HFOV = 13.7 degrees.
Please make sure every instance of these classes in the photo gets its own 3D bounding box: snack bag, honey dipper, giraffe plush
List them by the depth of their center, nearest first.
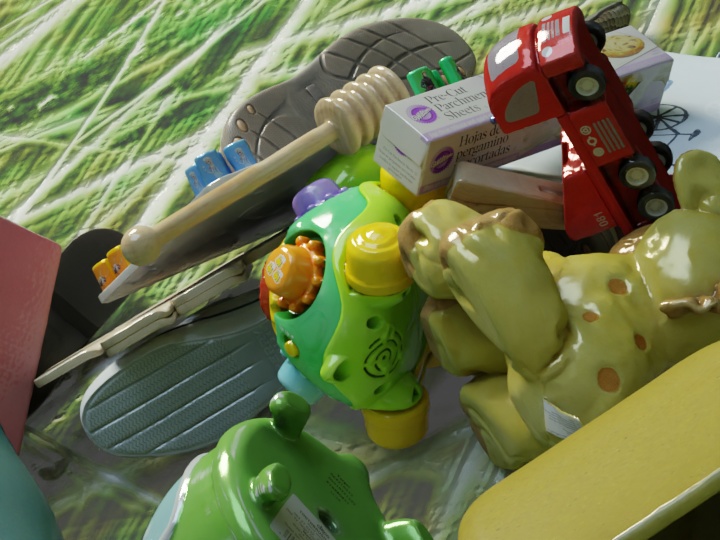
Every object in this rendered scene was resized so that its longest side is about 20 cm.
[{"bbox_3d":[0.138,0.019,1.577,0.162,0.173,0.200,-29,33,-15],"label":"giraffe plush"},{"bbox_3d":[-0.055,-0.055,1.699,0.200,0.038,0.038,-34,26,-27],"label":"honey dipper"},{"bbox_3d":[0.166,-0.087,1.776,0.200,0.021,0.189,10,31,31],"label":"snack bag"}]

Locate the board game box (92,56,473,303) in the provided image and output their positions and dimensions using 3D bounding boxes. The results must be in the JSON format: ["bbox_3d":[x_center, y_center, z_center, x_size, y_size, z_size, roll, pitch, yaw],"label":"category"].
[{"bbox_3d":[-0.050,-0.056,1.837,0.200,0.026,0.200,-24,-9,-31],"label":"board game box"}]

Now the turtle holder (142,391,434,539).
[{"bbox_3d":[-0.053,0.145,1.564,0.132,0.141,0.186,-40,34,20],"label":"turtle holder"}]

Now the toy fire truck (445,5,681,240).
[{"bbox_3d":[0.099,-0.042,1.645,0.141,0.200,0.049,-20,36,19],"label":"toy fire truck"}]

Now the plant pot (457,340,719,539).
[{"bbox_3d":[0.157,0.142,1.324,0.194,0.196,0.200,-33,19,-4],"label":"plant pot"}]

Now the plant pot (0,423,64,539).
[{"bbox_3d":[-0.242,0.182,1.650,0.200,0.200,0.188,-37,44,-12],"label":"plant pot"}]

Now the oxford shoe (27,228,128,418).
[{"bbox_3d":[-0.223,0.056,1.970,0.200,0.071,0.071,-41,-1,-13],"label":"oxford shoe"}]

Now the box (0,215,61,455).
[{"bbox_3d":[-0.278,0.065,1.847,0.128,0.109,0.200,-11,62,45],"label":"box"}]

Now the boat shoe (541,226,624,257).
[{"bbox_3d":[0.086,-0.037,1.799,0.200,0.072,0.068,11,40,42],"label":"boat shoe"}]

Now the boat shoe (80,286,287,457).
[{"bbox_3d":[-0.075,0.054,1.819,0.200,0.074,0.067,-22,13,-3],"label":"boat shoe"}]

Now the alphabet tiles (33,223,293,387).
[{"bbox_3d":[-0.112,0.021,1.863,0.196,0.015,0.200,-31,2,-1],"label":"alphabet tiles"}]

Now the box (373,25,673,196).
[{"bbox_3d":[0.095,-0.092,1.703,0.200,0.039,0.041,-20,47,-37],"label":"box"}]

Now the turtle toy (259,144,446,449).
[{"bbox_3d":[0.000,0.000,1.717,0.101,0.146,0.200,4,37,14],"label":"turtle toy"}]

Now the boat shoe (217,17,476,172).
[{"bbox_3d":[-0.014,-0.106,1.994,0.200,0.076,0.072,-25,-17,-25],"label":"boat shoe"}]

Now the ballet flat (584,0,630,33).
[{"bbox_3d":[0.114,-0.104,1.909,0.200,0.046,0.067,-44,-1,-34],"label":"ballet flat"}]
